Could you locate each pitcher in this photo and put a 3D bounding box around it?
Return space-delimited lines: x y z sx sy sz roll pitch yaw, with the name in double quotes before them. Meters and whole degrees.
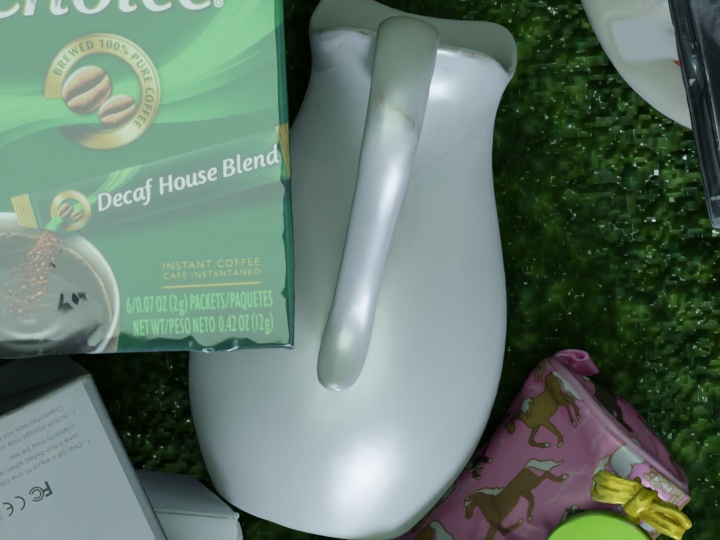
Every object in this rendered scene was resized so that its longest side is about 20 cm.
"pitcher" 0.000 0.000 0.733 0.121 0.172 0.200 13 99 4

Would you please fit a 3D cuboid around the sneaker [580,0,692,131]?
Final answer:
"sneaker" 0.098 -0.137 0.722 0.070 0.093 0.200 -29 77 12

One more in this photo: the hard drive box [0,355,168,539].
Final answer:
"hard drive box" -0.127 0.150 0.666 0.156 0.077 0.200 -26 104 -15

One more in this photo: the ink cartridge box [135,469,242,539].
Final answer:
"ink cartridge box" -0.159 0.145 0.741 0.200 0.084 0.145 8 95 -19

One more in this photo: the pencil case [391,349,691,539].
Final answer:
"pencil case" 0.046 0.127 0.800 0.087 0.083 0.200 42 97 -6

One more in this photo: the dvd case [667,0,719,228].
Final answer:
"dvd case" 0.191 -0.101 0.726 0.200 0.016 0.149 -9 88 -35

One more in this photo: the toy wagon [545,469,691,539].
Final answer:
"toy wagon" 0.063 0.168 0.736 0.155 0.040 0.200 29 94 9

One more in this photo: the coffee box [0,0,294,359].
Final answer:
"coffee box" -0.084 -0.073 0.638 0.123 0.044 0.200 -1 98 -2
